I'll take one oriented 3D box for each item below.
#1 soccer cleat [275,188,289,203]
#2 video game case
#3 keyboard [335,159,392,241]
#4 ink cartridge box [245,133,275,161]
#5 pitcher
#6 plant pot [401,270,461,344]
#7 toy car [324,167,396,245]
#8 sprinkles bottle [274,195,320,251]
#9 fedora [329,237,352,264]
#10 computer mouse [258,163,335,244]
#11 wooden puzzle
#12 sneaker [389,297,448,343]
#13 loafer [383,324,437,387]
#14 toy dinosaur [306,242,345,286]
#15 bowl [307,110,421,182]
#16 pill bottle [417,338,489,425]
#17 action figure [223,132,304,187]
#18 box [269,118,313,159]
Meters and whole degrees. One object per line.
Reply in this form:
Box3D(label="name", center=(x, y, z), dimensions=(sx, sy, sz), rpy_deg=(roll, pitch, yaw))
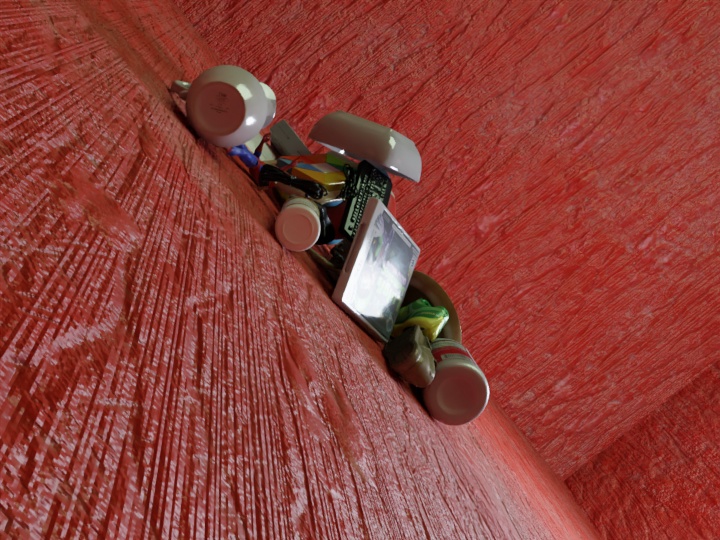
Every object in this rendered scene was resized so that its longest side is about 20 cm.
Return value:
Box3D(label="soccer cleat", center=(-0.131, -0.140, 1.867), dimensions=(0.083, 0.065, 0.200), rpy_deg=(32, 12, -20))
Box3D(label="video game case", center=(0.031, 0.004, 1.629), dimensions=(0.023, 0.183, 0.200), rpy_deg=(12, -18, 29))
Box3D(label="keyboard", center=(0.008, -0.128, 1.747), dimensions=(0.104, 0.040, 0.201), rpy_deg=(30, 43, -16))
Box3D(label="ink cartridge box", center=(-0.226, -0.262, 1.901), dimensions=(0.163, 0.057, 0.200), rpy_deg=(50, -1, -22))
Box3D(label="pitcher", center=(-0.224, -0.261, 1.515), dimensions=(0.170, 0.122, 0.200), rpy_deg=(12, 13, 0))
Box3D(label="plant pot", center=(0.109, 0.098, 1.859), dimensions=(0.200, 0.027, 0.201), rpy_deg=(25, -54, 40))
Box3D(label="toy car", center=(-0.005, -0.066, 1.941), dimensions=(0.185, 0.176, 0.201), rpy_deg=(93, -12, -61))
Box3D(label="sprinkles bottle", center=(-0.097, -0.077, 1.536), dimensions=(0.068, 0.068, 0.200), rpy_deg=(51, 4, -9))
Box3D(label="fedora", center=(0.000, 0.000, 1.787), dimensions=(0.177, 0.090, 0.200), rpy_deg=(46, 16, -37))
Box3D(label="computer mouse", center=(-0.118, -0.105, 1.707), dimensions=(0.140, 0.046, 0.200), rpy_deg=(24, -22, 15))
Box3D(label="wooden puzzle", center=(-0.068, -0.179, 1.827), dimensions=(0.199, 0.037, 0.185), rpy_deg=(-18, 39, -42))
Box3D(label="sneaker", center=(0.095, 0.096, 1.791), dimensions=(0.200, 0.083, 0.074), rpy_deg=(0, -57, 60))
Box3D(label="loafer", center=(0.084, 0.146, 1.616), dimensions=(0.068, 0.076, 0.200), rpy_deg=(54, 10, -7))
Box3D(label="toy dinosaur", center=(-0.035, 0.001, 1.668), dimensions=(0.200, 0.047, 0.088), rpy_deg=(48, -22, 1))
Box3D(label="bowl", center=(0.020, -0.245, 1.900), dimensions=(0.199, 0.075, 0.199), rpy_deg=(24, 5, 24))
Box3D(label="pill bottle", center=(0.151, 0.184, 1.705), dimensions=(0.112, 0.112, 0.200), rpy_deg=(51, 4, -12))
Box3D(label="action figure", center=(-0.176, -0.212, 1.693), dimensions=(0.065, 0.099, 0.200), rpy_deg=(54, 2, 34))
Box3D(label="box", center=(-0.128, -0.200, 2.032), dimensions=(0.156, 0.041, 0.200), rpy_deg=(52, -15, 15))
